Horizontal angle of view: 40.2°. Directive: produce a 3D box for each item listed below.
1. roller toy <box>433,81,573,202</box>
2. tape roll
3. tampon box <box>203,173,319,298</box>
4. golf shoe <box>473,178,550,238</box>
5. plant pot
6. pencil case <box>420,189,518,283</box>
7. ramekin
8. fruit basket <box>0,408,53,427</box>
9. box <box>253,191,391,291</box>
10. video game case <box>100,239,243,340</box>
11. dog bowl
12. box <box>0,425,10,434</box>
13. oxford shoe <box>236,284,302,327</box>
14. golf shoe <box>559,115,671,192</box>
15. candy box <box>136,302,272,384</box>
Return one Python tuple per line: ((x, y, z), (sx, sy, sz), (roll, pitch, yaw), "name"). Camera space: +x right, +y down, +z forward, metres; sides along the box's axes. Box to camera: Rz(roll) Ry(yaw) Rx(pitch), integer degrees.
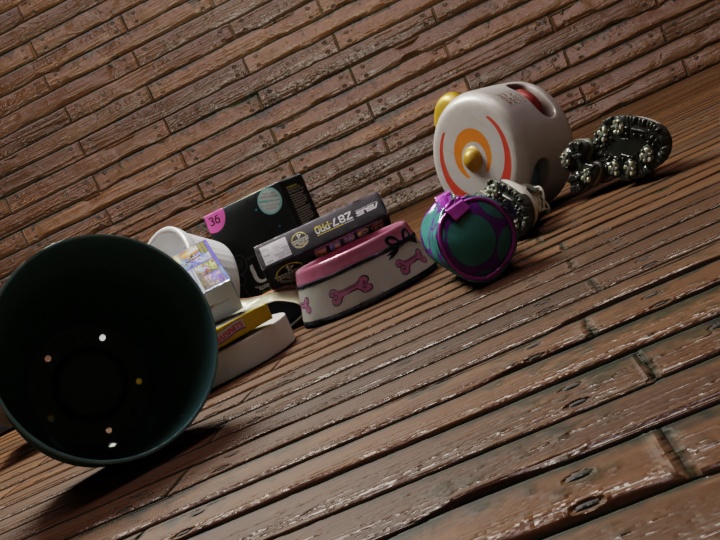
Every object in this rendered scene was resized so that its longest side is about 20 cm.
((0.198, -0.172, 1.405), (0.138, 0.204, 0.181), (-18, 3, -39), "roller toy")
((-0.177, 0.111, 1.237), (0.200, 0.038, 0.203), (-25, 5, 2), "tape roll")
((-0.139, -0.034, 1.628), (0.148, 0.203, 0.126), (-23, 5, 18), "tampon box")
((0.200, -0.086, 1.242), (0.086, 0.079, 0.200), (-17, 5, -4), "golf shoe")
((-0.245, 0.091, 0.917), (0.198, 0.203, 0.161), (-26, -8, -27), "plant pot")
((0.113, -0.040, 1.056), (0.084, 0.094, 0.200), (-24, 4, -1), "pencil case")
((-0.273, 0.039, 1.547), (0.096, 0.205, 0.199), (10, -18, -38), "ramekin")
((-0.449, 0.174, 1.442), (0.183, 0.095, 0.200), (-26, -15, -14), "fruit basket")
((-0.045, -0.020, 1.450), (0.197, 0.050, 0.162), (-25, -28, -4), "box")
((-0.252, 0.043, 1.250), (0.179, 0.046, 0.200), (-29, 22, -8), "video game case")
((0.000, 0.000, 1.317), (0.197, 0.075, 0.200), (-25, 5, 2), "dog bowl")
((-0.706, 0.257, 1.906), (0.198, 0.116, 0.131), (-27, 4, -36), "box")
((-0.164, 0.074, 1.380), (0.197, 0.072, 0.074), (-25, 8, 2), "oxford shoe")
((0.330, -0.154, 1.221), (0.087, 0.079, 0.200), (-17, 3, -20), "golf shoe")
((-0.204, 0.096, 1.156), (0.198, 0.027, 0.102), (-29, 4, -38), "candy box")
